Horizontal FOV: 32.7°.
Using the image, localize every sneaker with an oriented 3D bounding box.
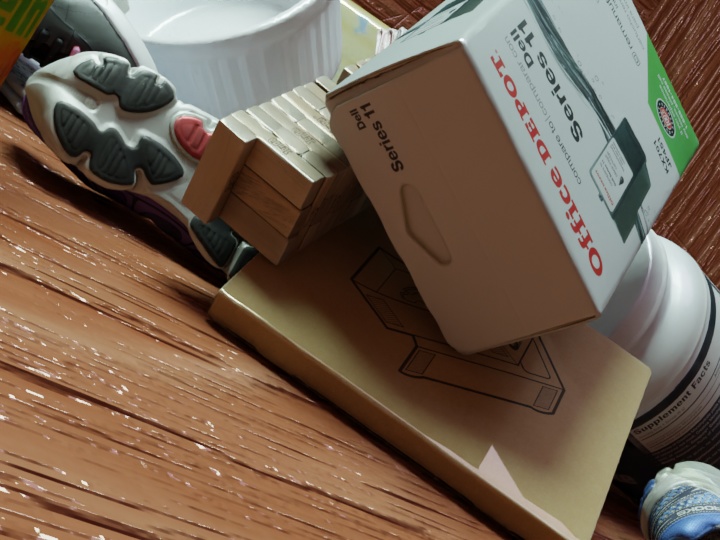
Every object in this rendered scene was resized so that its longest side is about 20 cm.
[{"bbox_3d":[-0.093,-0.051,0.666,0.200,0.081,0.083,38,-14,-27],"label":"sneaker"},{"bbox_3d":[0.242,0.188,0.675,0.199,0.077,0.085,28,15,7],"label":"sneaker"},{"bbox_3d":[-0.210,-0.142,0.711,0.200,0.099,0.071,44,-40,-11],"label":"sneaker"}]

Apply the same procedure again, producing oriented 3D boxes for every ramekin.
[{"bbox_3d":[-0.106,-0.191,0.928,0.200,0.200,0.098,39,-28,37],"label":"ramekin"}]

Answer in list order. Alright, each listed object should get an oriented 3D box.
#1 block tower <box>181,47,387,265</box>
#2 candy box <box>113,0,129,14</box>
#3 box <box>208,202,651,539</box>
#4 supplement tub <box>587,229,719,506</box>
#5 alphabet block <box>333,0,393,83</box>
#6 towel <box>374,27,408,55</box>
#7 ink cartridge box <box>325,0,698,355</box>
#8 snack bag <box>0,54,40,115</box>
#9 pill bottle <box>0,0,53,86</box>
[{"bbox_3d":[-0.004,-0.068,0.634,0.058,0.054,0.200,40,37,13],"label":"block tower"},{"bbox_3d":[-0.254,-0.234,0.790,0.199,0.061,0.137,23,-33,18],"label":"candy box"},{"bbox_3d":[0.044,0.036,0.612,0.200,0.021,0.164,35,35,5],"label":"box"},{"bbox_3d":[0.185,0.065,0.801,0.200,0.140,0.140,41,2,-33],"label":"supplement tub"},{"bbox_3d":[-0.072,-0.175,1.147,0.199,0.196,0.196,34,4,1],"label":"alphabet block"},{"bbox_3d":[0.079,-0.081,1.025,0.032,0.192,0.199,-12,-27,42],"label":"towel"},{"bbox_3d":[0.086,-0.072,0.622,0.147,0.083,0.200,60,38,-15],"label":"ink cartridge box"},{"bbox_3d":[-0.179,-0.106,0.846,0.200,0.021,0.188,29,8,-41],"label":"snack bag"},{"bbox_3d":[-0.169,-0.165,0.524,0.111,0.201,0.111,33,7,-4],"label":"pill bottle"}]
